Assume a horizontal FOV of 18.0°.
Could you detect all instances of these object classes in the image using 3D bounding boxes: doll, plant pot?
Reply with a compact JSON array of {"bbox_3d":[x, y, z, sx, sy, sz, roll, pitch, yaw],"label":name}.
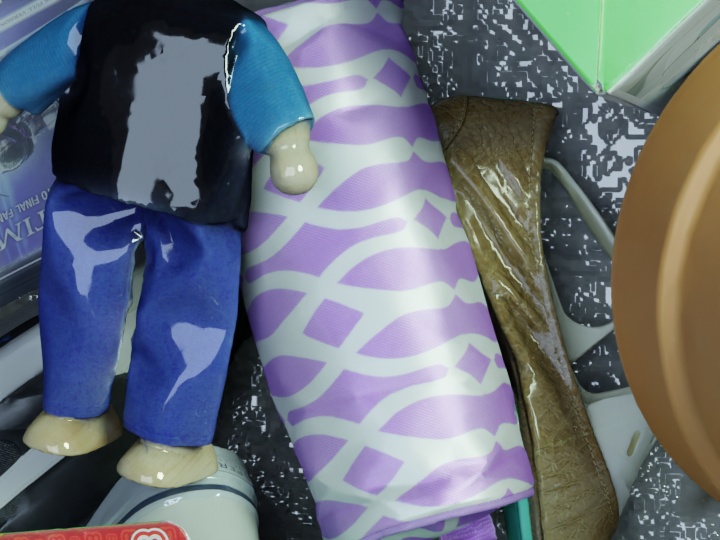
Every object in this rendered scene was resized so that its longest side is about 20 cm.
[{"bbox_3d":[-0.074,-0.035,0.759,0.136,0.048,0.202,16,105,23],"label":"doll"},{"bbox_3d":[0.192,0.013,0.710,0.198,0.140,0.202,-3,105,-10],"label":"plant pot"}]

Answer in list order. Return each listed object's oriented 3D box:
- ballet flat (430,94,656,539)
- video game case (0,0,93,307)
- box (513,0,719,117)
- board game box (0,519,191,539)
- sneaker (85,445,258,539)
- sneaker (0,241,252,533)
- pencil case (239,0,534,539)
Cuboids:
[{"bbox_3d":[0.072,0.030,0.833,0.072,0.068,0.202,-14,84,-4],"label":"ballet flat"},{"bbox_3d":[-0.147,-0.078,0.856,0.142,0.019,0.201,-27,60,7],"label":"video game case"},{"bbox_3d":[0.061,-0.155,0.764,0.097,0.176,0.200,-42,80,12],"label":"box"},{"bbox_3d":[-0.088,0.179,0.689,0.095,0.030,0.202,-6,85,20],"label":"board game box"},{"bbox_3d":[-0.095,0.149,0.836,0.201,0.073,0.071,-59,31,37],"label":"sneaker"},{"bbox_3d":[-0.071,0.045,0.872,0.199,0.073,0.112,-32,108,-1],"label":"sneaker"},{"bbox_3d":[0.000,0.000,0.789,0.083,0.085,0.202,-15,81,6],"label":"pencil case"}]
